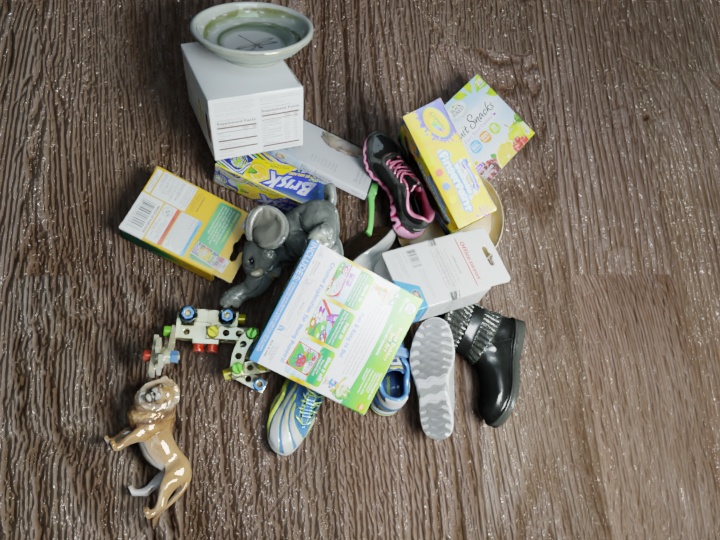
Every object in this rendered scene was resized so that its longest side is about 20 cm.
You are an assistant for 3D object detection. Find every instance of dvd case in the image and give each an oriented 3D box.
[{"bbox_3d":[-0.065,-0.211,1.120,0.199,0.018,0.143,25,40,-7],"label":"dvd case"}]

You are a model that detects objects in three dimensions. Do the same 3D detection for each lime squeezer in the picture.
[{"bbox_3d":[0.052,-0.149,1.152,0.071,0.038,0.200,35,56,15],"label":"lime squeezer"}]

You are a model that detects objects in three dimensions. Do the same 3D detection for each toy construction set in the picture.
[{"bbox_3d":[-0.241,0.124,0.983,0.199,0.092,0.132,9,73,-24],"label":"toy construction set"}]

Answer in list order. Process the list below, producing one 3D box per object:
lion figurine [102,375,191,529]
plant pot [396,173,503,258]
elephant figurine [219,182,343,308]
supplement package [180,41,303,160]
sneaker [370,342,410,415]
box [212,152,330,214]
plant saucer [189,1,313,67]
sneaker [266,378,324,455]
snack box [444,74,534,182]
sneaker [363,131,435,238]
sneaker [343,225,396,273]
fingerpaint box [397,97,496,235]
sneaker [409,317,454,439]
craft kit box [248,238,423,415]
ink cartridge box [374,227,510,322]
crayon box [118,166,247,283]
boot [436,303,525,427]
[{"bbox_3d":[-0.304,0.271,0.938,0.122,0.072,0.201,-25,97,-33],"label":"lion figurine"},{"bbox_3d":[0.163,-0.093,1.145,0.199,0.027,0.201,0,89,0],"label":"plant pot"},{"bbox_3d":[-0.133,-0.040,1.007,0.199,0.155,0.142,-6,118,6],"label":"elephant figurine"},{"bbox_3d":[-0.202,-0.299,1.050,0.155,0.111,0.200,-14,47,-19],"label":"supplement package"},{"bbox_3d":[0.048,0.142,1.055,0.074,0.082,0.201,-4,75,-14],"label":"sneaker"},{"bbox_3d":[-0.153,-0.154,1.088,0.199,0.070,0.064,23,66,-8],"label":"box"},{"bbox_3d":[-0.178,-0.382,1.021,0.199,0.050,0.201,4,44,-4],"label":"plant saucer"},{"bbox_3d":[-0.090,0.196,0.989,0.076,0.105,0.201,24,70,-8],"label":"sneaker"},{"bbox_3d":[0.216,-0.258,1.219,0.169,0.068,0.200,46,68,-1],"label":"snack box"},{"bbox_3d":[0.074,-0.157,1.078,0.079,0.095,0.201,-27,92,-19],"label":"sneaker"},{"bbox_3d":[0.000,0.000,1.101,0.200,0.073,0.085,-45,125,-29],"label":"sneaker"},{"bbox_3d":[0.139,-0.166,1.049,0.073,0.167,0.201,-27,89,0],"label":"fingerpaint box"},{"bbox_3d":[0.124,0.180,1.057,0.074,0.082,0.201,0,89,10],"label":"sneaker"},{"bbox_3d":[-0.036,0.084,0.932,0.197,0.049,0.201,29,87,-10],"label":"craft kit box"},{"bbox_3d":[0.138,0.009,1.055,0.199,0.067,0.116,-15,66,-18],"label":"ink cartridge box"},{"bbox_3d":[-0.281,-0.070,1.041,0.199,0.052,0.126,27,70,-6],"label":"crayon box"},{"bbox_3d":[0.197,0.156,1.093,0.157,0.079,0.212,19,66,-12],"label":"boot"}]
